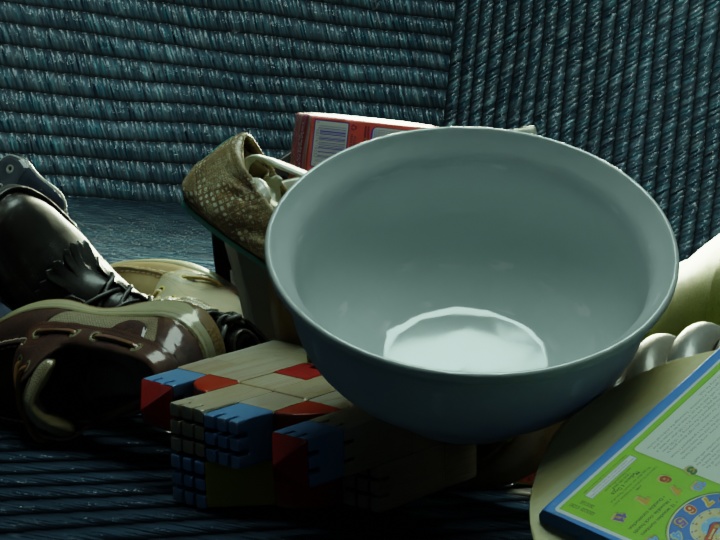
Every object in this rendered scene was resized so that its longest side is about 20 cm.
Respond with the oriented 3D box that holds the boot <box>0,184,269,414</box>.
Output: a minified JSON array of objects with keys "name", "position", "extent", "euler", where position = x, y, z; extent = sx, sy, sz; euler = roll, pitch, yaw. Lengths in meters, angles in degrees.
[{"name":"boot","position":[-0.124,0.027,1.444],"extent":[0.174,0.069,0.200],"euler":[6,-38,49]}]

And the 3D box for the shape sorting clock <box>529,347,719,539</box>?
[{"name":"shape sorting clock","position":[0.174,0.101,1.081],"extent":[0.199,0.039,0.200],"euler":[-11,33,7]}]

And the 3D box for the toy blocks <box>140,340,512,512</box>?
[{"name":"toy blocks","position":[-0.040,0.085,1.271],"extent":[0.199,0.100,0.136],"euler":[11,18,43]}]

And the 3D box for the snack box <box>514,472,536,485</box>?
[{"name":"snack box","position":[0.211,0.103,1.430],"extent":[0.199,0.068,0.169],"euler":[9,4,19]}]

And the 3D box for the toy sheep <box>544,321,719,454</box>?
[{"name":"toy sheep","position":[0.184,0.088,1.211],"extent":[0.199,0.139,0.138],"euler":[-12,-3,23]}]

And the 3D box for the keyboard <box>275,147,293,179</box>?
[{"name":"keyboard","position":[-0.015,0.012,1.703],"extent":[0.127,0.200,0.021],"euler":[-34,-4,-20]}]

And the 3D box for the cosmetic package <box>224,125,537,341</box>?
[{"name":"cosmetic package","position":[0.022,-0.010,1.493],"extent":[0.199,0.104,0.087],"euler":[-11,-19,-7]}]

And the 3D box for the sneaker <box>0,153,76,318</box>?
[{"name":"sneaker","position":[-0.274,-0.014,1.551],"extent":[0.201,0.147,0.077],"euler":[19,-14,7]}]

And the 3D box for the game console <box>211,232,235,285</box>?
[{"name":"game console","position":[-0.010,-0.006,1.826],"extent":[0.176,0.117,0.200],"euler":[32,-12,5]}]

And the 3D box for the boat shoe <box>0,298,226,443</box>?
[{"name":"boat shoe","position":[-0.171,0.061,1.396],"extent":[0.199,0.072,0.072],"euler":[-5,19,37]}]

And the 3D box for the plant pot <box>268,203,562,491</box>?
[{"name":"plant pot","position":[0.028,0.037,1.328],"extent":[0.199,0.201,0.027],"euler":[9,30,30]}]

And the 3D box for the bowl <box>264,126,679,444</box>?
[{"name":"bowl","position":[0.053,0.021,1.197],"extent":[0.200,0.091,0.201],"euler":[0,39,0]}]

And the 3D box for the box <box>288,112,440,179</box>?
[{"name":"box","position":[0.000,0.000,1.597],"extent":[0.102,0.201,0.095],"euler":[5,4,-8]}]

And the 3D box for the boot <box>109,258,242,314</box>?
[{"name":"boot","position":[-0.140,0.039,1.729],"extent":[0.199,0.073,0.155],"euler":[19,9,23]}]

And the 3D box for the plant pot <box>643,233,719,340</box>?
[{"name":"plant pot","position":[0.288,0.045,1.649],"extent":[0.199,0.201,0.193],"euler":[4,-7,-21]}]

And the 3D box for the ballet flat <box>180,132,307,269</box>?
[{"name":"ballet flat","position":[-0.016,-0.010,1.403],"extent":[0.200,0.065,0.070],"euler":[37,13,10]}]
